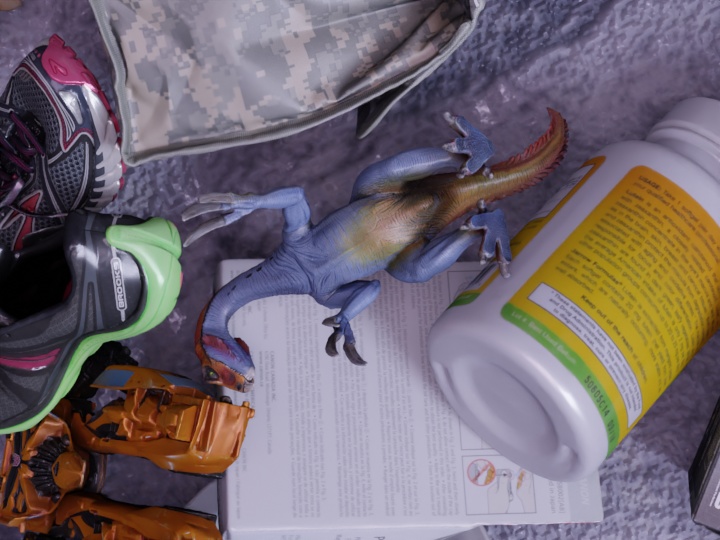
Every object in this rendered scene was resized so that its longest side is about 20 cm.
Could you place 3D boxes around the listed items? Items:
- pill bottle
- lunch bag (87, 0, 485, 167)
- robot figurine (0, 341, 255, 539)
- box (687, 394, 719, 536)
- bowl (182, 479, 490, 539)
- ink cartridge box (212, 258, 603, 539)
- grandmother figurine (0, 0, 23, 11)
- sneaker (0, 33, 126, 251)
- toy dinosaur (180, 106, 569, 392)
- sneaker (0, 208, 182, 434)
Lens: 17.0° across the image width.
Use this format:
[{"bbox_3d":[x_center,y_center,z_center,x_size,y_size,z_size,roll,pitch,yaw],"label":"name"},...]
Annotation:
[{"bbox_3d":[0.136,0.004,1.252,0.111,0.111,0.200,45,66,-1],"label":"pill bottle"},{"bbox_3d":[-0.028,-0.131,1.247,0.198,0.164,0.118,-11,104,3],"label":"lunch bag"},{"bbox_3d":[-0.133,0.109,1.280,0.058,0.199,0.146,13,84,-37],"label":"robot figurine"},{"bbox_3d":[0.228,0.037,1.254,0.048,0.158,0.201,22,96,6],"label":"box"},{"bbox_3d":[-0.017,0.200,1.302,0.199,0.091,0.202,-4,63,7],"label":"bowl"},{"bbox_3d":[0.021,0.074,1.295,0.198,0.057,0.164,1,61,-9],"label":"ink cartridge box"},{"bbox_3d":[-0.271,-0.090,1.319,0.121,0.061,0.200,42,90,24],"label":"grandmother figurine"},{"bbox_3d":[-0.181,-0.041,1.262,0.081,0.074,0.200,54,141,21],"label":"sneaker"},{"bbox_3d":[0.000,0.000,1.251,0.181,0.199,0.106,-27,79,38],"label":"toy dinosaur"},{"bbox_3d":[-0.171,0.019,1.247,0.083,0.077,0.200,21,138,-31],"label":"sneaker"}]
